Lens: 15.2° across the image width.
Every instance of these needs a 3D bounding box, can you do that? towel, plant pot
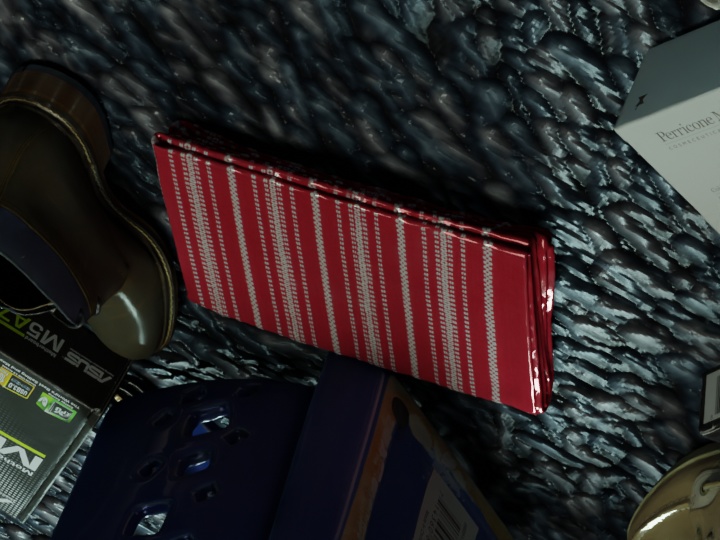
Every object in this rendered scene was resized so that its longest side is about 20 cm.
[{"bbox_3d":[0.000,0.000,1.298,0.199,0.023,0.145,17,148,17],"label":"towel"},{"bbox_3d":[-0.032,0.168,1.376,0.179,0.201,0.200,-21,120,28],"label":"plant pot"}]

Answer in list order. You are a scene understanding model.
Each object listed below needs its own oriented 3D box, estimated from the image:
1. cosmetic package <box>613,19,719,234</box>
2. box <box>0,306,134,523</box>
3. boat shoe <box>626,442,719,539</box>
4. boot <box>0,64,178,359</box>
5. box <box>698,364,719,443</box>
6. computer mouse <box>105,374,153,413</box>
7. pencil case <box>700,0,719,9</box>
[{"bbox_3d":[0.221,-0.051,1.051,0.151,0.052,0.199,40,145,-24],"label":"cosmetic package"},{"bbox_3d":[-0.239,0.044,1.483,0.199,0.048,0.193,33,148,-6],"label":"box"},{"bbox_3d":[0.189,0.122,1.284,0.072,0.065,0.200,51,140,-9],"label":"boat shoe"},{"bbox_3d":[-0.151,0.001,1.332,0.074,0.097,0.201,8,143,25],"label":"boot"},{"bbox_3d":[0.265,0.064,1.141,0.199,0.036,0.143,21,152,-26],"label":"box"},{"bbox_3d":[-0.079,0.128,1.517,0.200,0.034,0.058,42,145,-22],"label":"computer mouse"},{"bbox_3d":[0.071,-0.145,0.986,0.199,0.093,0.085,13,145,21],"label":"pencil case"}]
